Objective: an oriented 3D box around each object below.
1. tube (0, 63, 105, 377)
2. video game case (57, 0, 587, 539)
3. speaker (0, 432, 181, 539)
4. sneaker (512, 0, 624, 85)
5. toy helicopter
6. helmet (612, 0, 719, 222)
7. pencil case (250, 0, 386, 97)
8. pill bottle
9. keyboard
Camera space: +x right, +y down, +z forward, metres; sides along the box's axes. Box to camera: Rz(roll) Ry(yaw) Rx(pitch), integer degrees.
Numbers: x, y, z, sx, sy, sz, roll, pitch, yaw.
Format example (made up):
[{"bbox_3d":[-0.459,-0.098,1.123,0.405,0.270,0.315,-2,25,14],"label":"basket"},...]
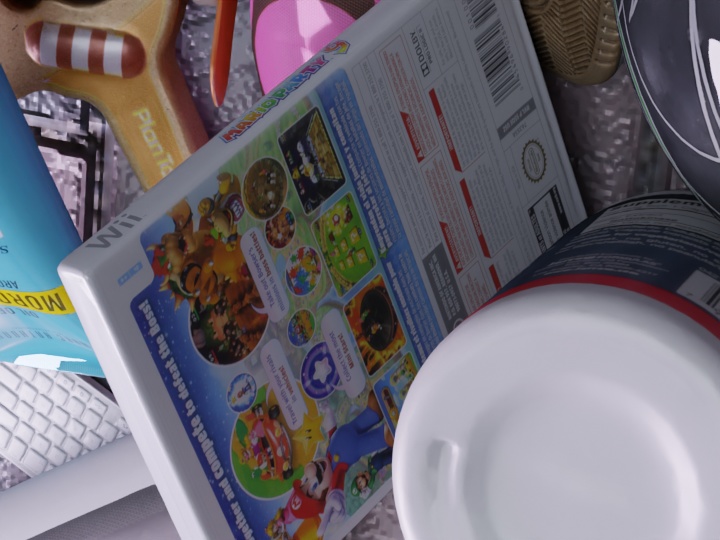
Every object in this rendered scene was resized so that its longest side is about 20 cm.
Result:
[{"bbox_3d":[-0.142,-0.029,0.836,0.077,0.051,0.201,11,141,26],"label":"tube"},{"bbox_3d":[0.000,0.000,0.735,0.018,0.200,0.144,12,134,43],"label":"video game case"},{"bbox_3d":[-0.108,0.116,0.882,0.199,0.081,0.082,-24,94,31],"label":"speaker"},{"bbox_3d":[0.085,-0.163,0.745,0.070,0.109,0.201,24,146,33],"label":"sneaker"},{"bbox_3d":[-0.080,-0.083,0.841,0.131,0.079,0.201,-20,107,16],"label":"toy helicopter"},{"bbox_3d":[0.166,-0.097,0.662,0.190,0.200,0.201,-29,93,12],"label":"helmet"},{"bbox_3d":[-0.003,-0.041,0.803,0.094,0.090,0.202,-153,58,-61],"label":"pencil case"},{"bbox_3d":[0.097,0.040,0.719,0.119,0.200,0.121,6,106,21],"label":"pill bottle"},{"bbox_3d":[-0.075,0.101,0.911,0.199,0.011,0.057,36,114,10],"label":"keyboard"}]
